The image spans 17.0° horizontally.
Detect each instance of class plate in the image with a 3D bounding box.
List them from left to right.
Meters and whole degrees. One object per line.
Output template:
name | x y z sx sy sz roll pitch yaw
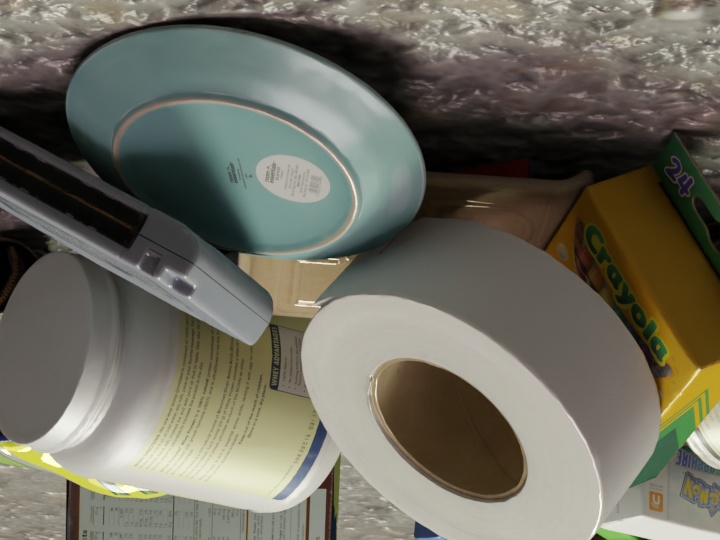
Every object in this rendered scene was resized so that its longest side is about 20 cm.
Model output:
plate | -0.064 -0.057 1.284 0.200 0.026 0.200 11 146 7

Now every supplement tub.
supplement tub | -0.119 0.069 1.532 0.200 0.145 0.145 16 158 -35

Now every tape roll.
tape roll | 0.066 0.068 1.356 0.202 0.071 0.203 27 144 22

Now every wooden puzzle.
wooden puzzle | 0.027 -0.022 1.424 0.199 0.046 0.185 0 154 -5

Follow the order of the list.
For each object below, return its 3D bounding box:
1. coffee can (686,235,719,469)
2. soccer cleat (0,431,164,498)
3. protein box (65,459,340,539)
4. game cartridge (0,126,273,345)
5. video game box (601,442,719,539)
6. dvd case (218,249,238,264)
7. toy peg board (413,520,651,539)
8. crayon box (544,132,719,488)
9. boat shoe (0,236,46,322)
coffee can | 0.297 0.038 1.425 0.200 0.147 0.146 -10 158 35
soccer cleat | -0.184 0.109 1.623 0.200 0.065 0.084 12 154 -19
protein box | -0.118 0.188 1.875 0.199 0.135 0.199 3 -172 1
game cartridge | -0.146 -0.026 1.348 0.200 0.042 0.133 28 177 25
video game box | 0.233 0.089 1.539 0.200 0.183 0.047 16 159 -37
dvd case | 0.000 0.000 1.565 0.200 0.018 0.143 16 159 -33
toy peg board | 0.112 0.102 1.584 0.199 0.200 0.098 -8 152 32
crayon box | 0.155 0.030 1.375 0.051 0.126 0.200 -18 156 -27
boat shoe | -0.235 0.017 1.568 0.200 0.072 0.072 14 158 -32
